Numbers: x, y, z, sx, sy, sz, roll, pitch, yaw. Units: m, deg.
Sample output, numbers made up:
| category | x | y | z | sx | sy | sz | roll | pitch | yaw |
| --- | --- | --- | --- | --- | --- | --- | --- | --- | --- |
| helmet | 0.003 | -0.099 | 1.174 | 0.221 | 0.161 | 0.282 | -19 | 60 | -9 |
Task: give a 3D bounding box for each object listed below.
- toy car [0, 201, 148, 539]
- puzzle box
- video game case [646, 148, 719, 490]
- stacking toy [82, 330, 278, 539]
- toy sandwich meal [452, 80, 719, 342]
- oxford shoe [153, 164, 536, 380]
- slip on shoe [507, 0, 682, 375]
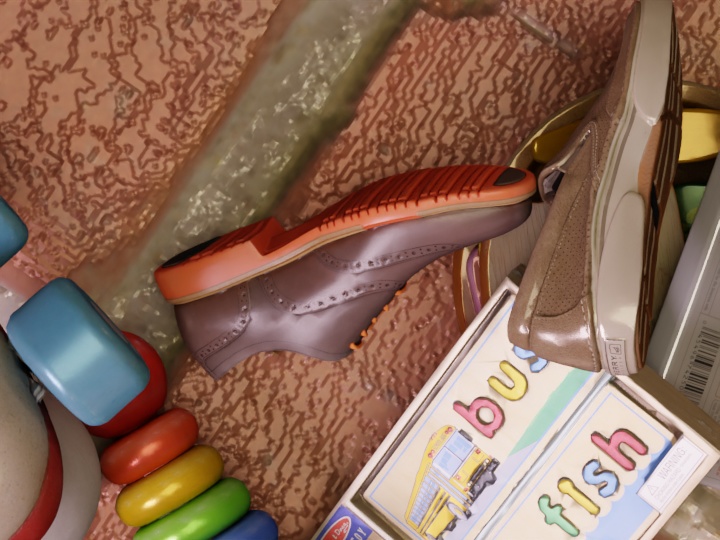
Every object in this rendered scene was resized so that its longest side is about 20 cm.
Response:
| category | x | y | z | sx | sy | sz | roll | pitch | yaw |
| --- | --- | --- | --- | --- | --- | --- | --- | --- | --- |
| toy car | -0.189 | 0.078 | 0.991 | 0.184 | 0.200 | 0.177 | -42 | 67 | -4 |
| puzzle box | 0.071 | 0.111 | 1.042 | 0.133 | 0.025 | 0.200 | 39 | 117 | 10 |
| video game case | 0.230 | 0.021 | 1.075 | 0.182 | 0.023 | 0.200 | 19 | 92 | -32 |
| stacking toy | -0.085 | 0.120 | 1.062 | 0.085 | 0.085 | 0.200 | -29 | 92 | -3 |
| toy sandwich meal | 0.146 | -0.003 | 1.076 | 0.205 | 0.070 | 0.206 | 0 | 94 | -5 |
| oxford shoe | 0.000 | 0.000 | 1.047 | 0.200 | 0.071 | 0.073 | -17 | 100 | 24 |
| slip on shoe | 0.113 | -0.044 | 0.999 | 0.060 | 0.076 | 0.200 | 4 | 64 | 16 |
